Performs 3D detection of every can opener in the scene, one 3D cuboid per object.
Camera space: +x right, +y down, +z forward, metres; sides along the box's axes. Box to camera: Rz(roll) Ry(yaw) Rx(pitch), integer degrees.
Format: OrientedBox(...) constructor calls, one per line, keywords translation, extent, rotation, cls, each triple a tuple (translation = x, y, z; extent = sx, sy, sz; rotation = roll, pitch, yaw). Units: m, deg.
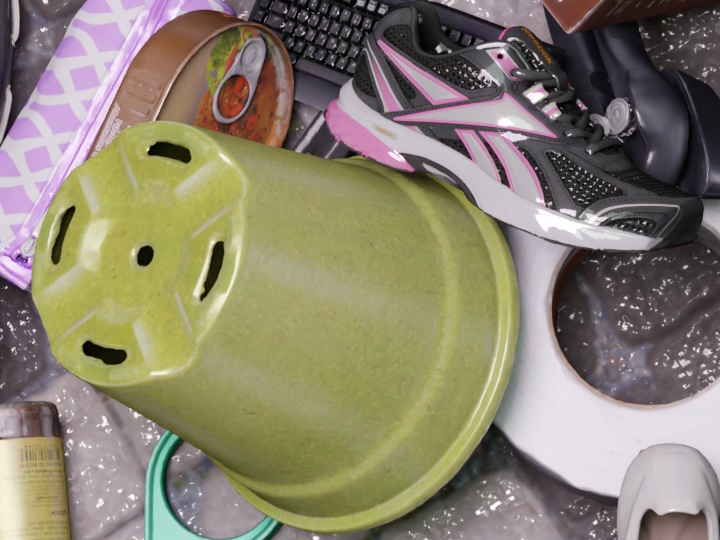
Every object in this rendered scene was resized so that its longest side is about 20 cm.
OrientedBox(translation=(0.127, -0.110, 1.510), extent=(0.063, 0.079, 0.200), rotation=(-44, 51, 29), cls="can opener")

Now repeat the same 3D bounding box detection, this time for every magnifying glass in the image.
OrientedBox(translation=(-0.099, 0.162, 1.561), extent=(0.080, 0.022, 0.200), rotation=(26, 86, 9), cls="magnifying glass")

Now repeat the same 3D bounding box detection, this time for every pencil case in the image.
OrientedBox(translation=(-0.142, -0.076, 1.568), extent=(0.084, 0.086, 0.200), rotation=(26, 85, 5), cls="pencil case")

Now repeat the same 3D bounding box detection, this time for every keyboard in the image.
OrientedBox(translation=(0.025, -0.134, 1.544), extent=(0.200, 0.021, 0.127), rotation=(24, 85, 38), cls="keyboard")

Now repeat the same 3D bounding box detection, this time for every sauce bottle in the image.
OrientedBox(translation=(-0.181, 0.171, 1.547), extent=(0.065, 0.065, 0.200), rotation=(-7, 80, 5), cls="sauce bottle")

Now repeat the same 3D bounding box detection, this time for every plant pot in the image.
OrientedBox(translation=(-0.055, 0.014, 1.440), extent=(0.200, 0.184, 0.201), rotation=(-13, 68, 34), cls="plant pot")

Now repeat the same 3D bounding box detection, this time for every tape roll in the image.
OrientedBox(translation=(0.151, 0.023, 1.531), extent=(0.200, 0.066, 0.201), rotation=(-1, 81, 6), cls="tape roll")

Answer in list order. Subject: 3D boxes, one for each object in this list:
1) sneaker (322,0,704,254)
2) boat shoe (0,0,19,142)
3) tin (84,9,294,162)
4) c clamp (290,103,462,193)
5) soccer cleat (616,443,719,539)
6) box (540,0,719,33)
OrientedBox(translation=(0.077, -0.073, 1.432), extent=(0.200, 0.080, 0.086), rotation=(24, 104, 18), cls="sneaker")
OrientedBox(translation=(-0.219, -0.145, 1.596), extent=(0.074, 0.060, 0.200), rotation=(-10, 61, 7), cls="boat shoe")
OrientedBox(translation=(-0.102, -0.042, 1.539), extent=(0.042, 0.112, 0.200), rotation=(24, 89, 29), cls="tin")
OrientedBox(translation=(0.000, 0.000, 1.539), extent=(0.171, 0.027, 0.200), rotation=(35, 97, 39), cls="c clamp")
OrientedBox(translation=(0.152, 0.183, 1.471), extent=(0.069, 0.078, 0.200), rotation=(0, 113, 5), cls="soccer cleat")
OrientedBox(translation=(0.145, -0.186, 1.490), extent=(0.075, 0.200, 0.100), rotation=(-44, 76, 29), cls="box")
